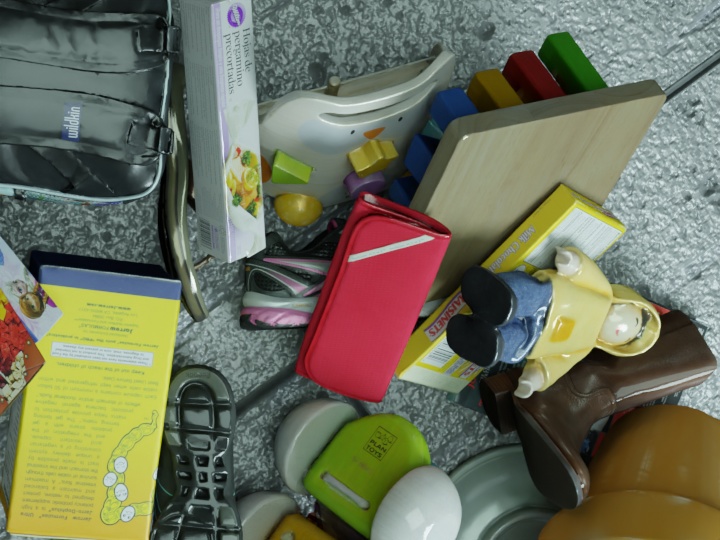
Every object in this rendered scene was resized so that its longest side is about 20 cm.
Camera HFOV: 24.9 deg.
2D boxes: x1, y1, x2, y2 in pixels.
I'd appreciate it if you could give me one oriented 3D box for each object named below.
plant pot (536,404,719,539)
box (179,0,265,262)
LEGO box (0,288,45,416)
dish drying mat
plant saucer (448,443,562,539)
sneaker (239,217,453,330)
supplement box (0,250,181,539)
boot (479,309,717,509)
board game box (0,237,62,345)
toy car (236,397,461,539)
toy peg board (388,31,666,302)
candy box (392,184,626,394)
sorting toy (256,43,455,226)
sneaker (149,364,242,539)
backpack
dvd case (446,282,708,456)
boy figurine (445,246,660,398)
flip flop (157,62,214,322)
[{"bbox_3d":[0.243,0.215,1.312,0.200,0.200,0.184,40,42,-16],"label":"plant pot"},{"bbox_3d":[-0.100,-0.106,1.191,0.039,0.041,0.202,-24,122,-39],"label":"box"},{"bbox_3d":[-0.341,0.046,1.120,0.198,0.077,0.150,-16,113,30],"label":"LEGO box"},{"bbox_3d":[0.006,0.027,1.230,0.076,0.018,0.201,20,134,-1],"label":"dish drying mat"},{"bbox_3d":[0.140,0.251,1.390,0.198,0.050,0.203,-2,97,-16],"label":"plant saucer"},{"bbox_3d":[0.000,0.000,1.311,0.198,0.080,0.087,-2,86,-21],"label":"sneaker"},{"bbox_3d":[-0.208,0.095,1.246,0.108,0.109,0.202,7,95,-16],"label":"supplement box"},{"bbox_3d":[0.215,0.103,1.306,0.198,0.187,0.065,-15,120,-11],"label":"boot"},{"bbox_3d":[-0.345,0.003,1.170,0.199,0.041,0.201,-29,106,34],"label":"board game box"},{"bbox_3d":[-0.002,0.214,1.305,0.201,0.174,0.150,-58,141,-3],"label":"toy car"},{"bbox_3d":[0.098,-0.084,1.257,0.198,0.201,0.098,-14,56,-32],"label":"toy peg board"},{"bbox_3d":[0.116,0.019,1.297,0.200,0.102,0.026,-46,62,15],"label":"candy box"},{"bbox_3d":[-0.003,-0.117,1.232,0.198,0.180,0.108,-17,80,-13],"label":"sorting toy"},{"bbox_3d":[-0.127,0.175,1.282,0.075,0.079,0.202,6,87,-5],"label":"sneaker"},{"bbox_3d":[-0.243,-0.140,1.188,0.198,0.150,0.180,3,95,-18],"label":"backpack"},{"bbox_3d":[0.188,0.078,1.398,0.198,0.022,0.147,21,90,-17],"label":"dvd case"},{"bbox_3d":[0.154,0.042,1.265,0.199,0.064,0.126,5,109,-43],"label":"boy figurine"},{"bbox_3d":[-0.128,-0.060,1.269,0.057,0.081,0.202,-3,91,-13],"label":"flip flop"}]
